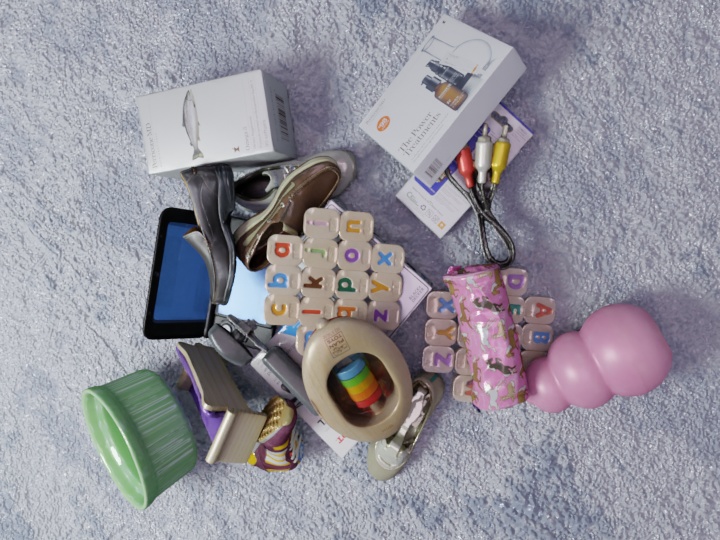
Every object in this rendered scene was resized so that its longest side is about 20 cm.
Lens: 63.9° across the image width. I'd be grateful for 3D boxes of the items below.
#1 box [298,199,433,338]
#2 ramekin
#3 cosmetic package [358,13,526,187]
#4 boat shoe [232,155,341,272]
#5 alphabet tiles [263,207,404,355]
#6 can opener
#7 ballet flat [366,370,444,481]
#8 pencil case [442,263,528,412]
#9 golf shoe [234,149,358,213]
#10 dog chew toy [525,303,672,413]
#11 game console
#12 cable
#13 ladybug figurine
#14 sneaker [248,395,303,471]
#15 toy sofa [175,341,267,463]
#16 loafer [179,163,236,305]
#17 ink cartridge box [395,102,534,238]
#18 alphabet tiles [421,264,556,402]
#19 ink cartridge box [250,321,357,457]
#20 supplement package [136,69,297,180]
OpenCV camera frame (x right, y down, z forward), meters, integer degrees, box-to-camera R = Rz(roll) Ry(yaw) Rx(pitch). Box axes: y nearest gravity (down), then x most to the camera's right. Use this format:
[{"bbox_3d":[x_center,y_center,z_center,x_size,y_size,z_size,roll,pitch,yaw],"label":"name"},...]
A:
[{"bbox_3d":[0.000,0.000,0.870,0.199,0.060,0.117,39,100,3],"label":"box"},{"bbox_3d":[-0.341,0.254,0.897,0.199,0.097,0.203,24,126,38],"label":"ramekin"},{"bbox_3d":[0.107,-0.239,0.801,0.201,0.051,0.151,-51,46,10],"label":"cosmetic package"},{"bbox_3d":[-0.098,-0.073,0.829,0.202,0.074,0.075,-43,45,16],"label":"boat shoe"},{"bbox_3d":[-0.035,0.018,0.803,0.192,0.015,0.204,3,94,-14],"label":"alphabet tiles"},{"bbox_3d":[-0.127,0.137,0.826,0.199,0.053,0.067,40,85,4],"label":"can opener"},{"bbox_3d":[0.062,0.243,0.879,0.069,0.069,0.202,27,99,7],"label":"ballet flat"},{"bbox_3d":[0.173,0.089,0.797,0.085,0.083,0.203,-11,95,18],"label":"pencil case"},{"bbox_3d":[-0.101,-0.131,0.864,0.197,0.097,0.079,-17,89,10],"label":"golf shoe"},{"bbox_3d":[0.316,0.131,0.797,0.198,0.124,0.126,-30,89,17],"label":"dog chew toy"},{"bbox_3d":[-0.216,0.019,0.887,0.173,0.116,0.203,13,97,9],"label":"game console"},{"bbox_3d":[0.167,-0.099,0.806,0.096,0.050,0.204,-5,93,12],"label":"cable"},{"bbox_3d":[-0.007,0.138,0.772,0.134,0.072,0.202,-28,114,-4],"label":"ladybug figurine"},{"bbox_3d":[-0.117,0.254,0.874,0.089,0.076,0.200,26,143,-12],"label":"sneaker"},{"bbox_3d":[-0.225,0.191,0.859,0.097,0.200,0.084,19,102,-36],"label":"toy sofa"},{"bbox_3d":[-0.218,-0.049,0.825,0.071,0.073,0.204,-4,94,-24],"label":"loafer"},{"bbox_3d":[0.151,-0.153,0.846,0.095,0.037,0.200,42,103,4],"label":"ink cartridge box"},{"bbox_3d":[0.189,0.095,0.848,0.192,0.015,0.204,4,95,-3],"label":"alphabet tiles"},{"bbox_3d":[-0.043,0.155,0.882,0.200,0.084,0.146,43,100,5],"label":"ink cartridge box"},{"bbox_3d":[-0.211,-0.212,0.867,0.197,0.117,0.119,-9,94,11],"label":"supplement package"}]
